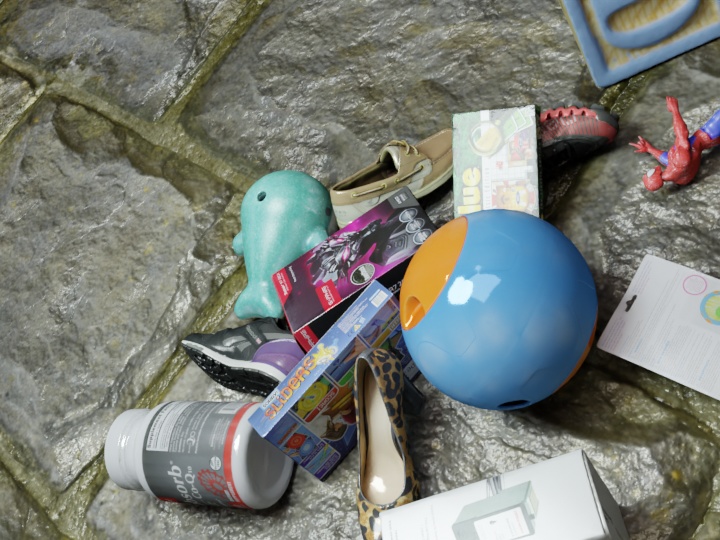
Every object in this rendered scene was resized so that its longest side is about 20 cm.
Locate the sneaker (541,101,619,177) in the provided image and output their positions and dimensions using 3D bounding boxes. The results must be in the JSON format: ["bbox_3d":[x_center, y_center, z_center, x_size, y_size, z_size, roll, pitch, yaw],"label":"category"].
[{"bbox_3d":[0.205,-0.136,1.154,0.199,0.071,0.099,-7,62,24],"label":"sneaker"}]

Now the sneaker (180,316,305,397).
[{"bbox_3d":[-0.130,0.097,1.196,0.199,0.076,0.088,12,55,40],"label":"sneaker"}]

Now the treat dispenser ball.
[{"bbox_3d":[0.138,0.039,0.996,0.199,0.201,0.203,-14,55,21],"label":"treat dispenser ball"}]

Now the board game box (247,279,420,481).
[{"bbox_3d":[-0.014,0.123,1.071,0.200,0.135,0.034,-47,49,-6],"label":"board game box"}]

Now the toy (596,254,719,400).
[{"bbox_3d":[0.347,0.073,0.958,0.199,0.047,0.116,23,70,34],"label":"toy"}]

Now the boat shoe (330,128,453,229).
[{"bbox_3d":[0.049,-0.123,1.209,0.199,0.067,0.074,-38,33,-18],"label":"boat shoe"}]

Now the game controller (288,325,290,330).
[{"bbox_3d":[-0.010,0.007,1.202,0.104,0.042,0.201,23,73,37],"label":"game controller"}]

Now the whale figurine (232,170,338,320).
[{"bbox_3d":[-0.109,-0.036,1.242,0.158,0.104,0.202,5,65,35],"label":"whale figurine"}]

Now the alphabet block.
[{"bbox_3d":[0.315,-0.376,1.162,0.194,0.197,0.201,-21,53,14],"label":"alphabet block"}]

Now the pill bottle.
[{"bbox_3d":[-0.185,0.208,1.126,0.198,0.116,0.117,-3,59,28],"label":"pill bottle"}]

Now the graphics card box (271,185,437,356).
[{"bbox_3d":[0.000,0.000,1.123,0.199,0.051,0.126,-32,35,4],"label":"graphics card box"}]

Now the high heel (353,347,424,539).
[{"bbox_3d":[0.011,0.186,1.012,0.071,0.143,0.202,-1,60,27],"label":"high heel"}]

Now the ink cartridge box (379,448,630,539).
[{"bbox_3d":[0.138,0.253,0.898,0.198,0.146,0.085,-21,51,15],"label":"ink cartridge box"}]

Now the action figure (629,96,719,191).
[{"bbox_3d":[0.373,-0.170,1.084,0.200,0.065,0.099,-42,58,-2],"label":"action figure"}]

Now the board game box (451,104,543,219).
[{"bbox_3d":[0.156,-0.082,1.117,0.104,0.023,0.202,-3,89,31],"label":"board game box"}]
